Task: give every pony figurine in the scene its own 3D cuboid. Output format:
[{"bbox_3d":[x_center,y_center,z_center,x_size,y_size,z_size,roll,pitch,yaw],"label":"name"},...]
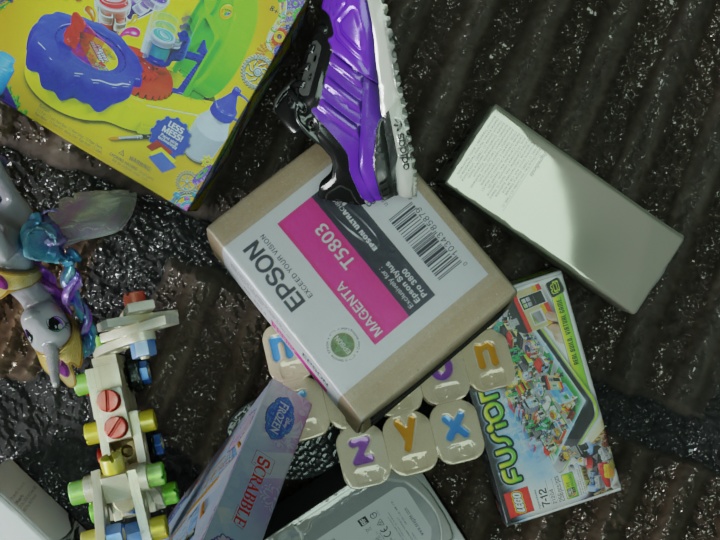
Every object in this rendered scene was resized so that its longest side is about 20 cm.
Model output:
[{"bbox_3d":[-0.263,-0.029,0.760,0.165,0.194,0.201,-25,125,3],"label":"pony figurine"}]

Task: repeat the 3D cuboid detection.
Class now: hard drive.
[{"bbox_3d":[-0.017,0.244,0.869,0.199,0.038,0.140,-32,115,-1],"label":"hard drive"}]

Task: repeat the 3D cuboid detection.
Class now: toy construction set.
[{"bbox_3d":[-0.190,0.119,0.812,0.091,0.131,0.203,2,82,-2],"label":"toy construction set"}]

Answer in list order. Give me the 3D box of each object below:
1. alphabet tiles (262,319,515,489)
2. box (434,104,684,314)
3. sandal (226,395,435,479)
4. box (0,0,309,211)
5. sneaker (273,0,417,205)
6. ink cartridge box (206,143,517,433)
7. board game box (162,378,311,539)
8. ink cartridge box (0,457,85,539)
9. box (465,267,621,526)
[{"bbox_3d":[0.023,0.072,0.846,0.198,0.015,0.198,-14,76,-3],"label":"alphabet tiles"},{"bbox_3d":[0.166,-0.052,0.868,0.199,0.068,0.083,35,91,-7],"label":"box"},{"bbox_3d":[-0.018,0.132,0.882,0.198,0.048,0.076,-7,94,-15],"label":"sandal"},{"bbox_3d":[-0.171,-0.180,0.804,0.199,0.122,0.194,30,90,-6],"label":"box"},{"bbox_3d":[-0.020,-0.143,0.754,0.098,0.070,0.203,-11,102,3],"label":"sneaker"},{"bbox_3d":[0.000,0.000,0.820,0.164,0.075,0.200,-39,80,-11],"label":"ink cartridge box"},{"bbox_3d":[-0.122,0.210,0.762,0.041,0.200,0.200,33,122,-8],"label":"board game box"},{"bbox_3d":[-0.280,0.281,0.847,0.145,0.084,0.200,-44,97,-1],"label":"ink cartridge box"},{"bbox_3d":[0.149,0.110,0.895,0.109,0.035,0.202,-17,95,-3],"label":"box"}]
